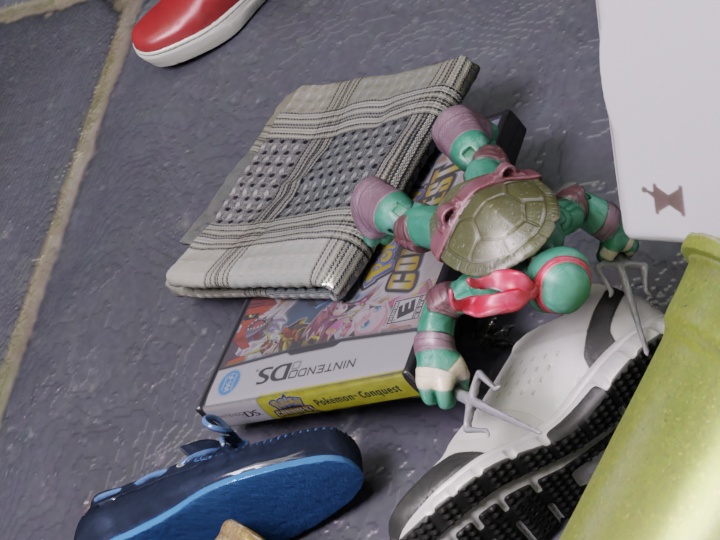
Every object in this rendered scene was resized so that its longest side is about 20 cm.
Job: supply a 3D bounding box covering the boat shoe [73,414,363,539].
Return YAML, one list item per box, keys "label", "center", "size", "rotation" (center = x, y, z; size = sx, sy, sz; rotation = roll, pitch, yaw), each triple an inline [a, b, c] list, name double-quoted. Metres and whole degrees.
- label: "boat shoe"
  center: [-0.092, 0.125, 0.916]
  size: [0.199, 0.084, 0.069]
  rotation: [-19, 45, 17]

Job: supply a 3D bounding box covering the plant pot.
- label: "plant pot"
  center: [0.176, 0.116, 0.687]
  size: [0.185, 0.200, 0.200]
  rotation: [-55, 45, 1]

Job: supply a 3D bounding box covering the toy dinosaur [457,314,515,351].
- label: "toy dinosaur"
  center: [0.041, 0.024, 0.935]
  size: [0.199, 0.047, 0.088]
  rotation: [-36, 38, 10]

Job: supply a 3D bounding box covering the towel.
- label: "towel"
  center: [-0.033, -0.061, 1.007]
  size: [0.199, 0.035, 0.193]
  rotation: [-2, 50, 51]

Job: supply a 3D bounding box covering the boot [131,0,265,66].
- label: "boot"
  center: [-0.120, -0.259, 1.187]
  size: [0.200, 0.144, 0.073]
  rotation: [-38, 46, 4]

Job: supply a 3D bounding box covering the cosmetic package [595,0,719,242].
- label: "cosmetic package"
  center: [0.231, -0.121, 0.743]
  size: [0.164, 0.166, 0.200]
  rotation: [6, 28, 36]

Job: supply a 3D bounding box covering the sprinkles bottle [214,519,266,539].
- label: "sprinkles bottle"
  center: [-0.108, 0.234, 0.849]
  size: [0.068, 0.068, 0.200]
  rotation: [27, 74, 43]

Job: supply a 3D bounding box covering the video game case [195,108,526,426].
- label: "video game case"
  center: [0.000, 0.000, 0.949]
  size: [0.180, 0.025, 0.201]
  rotation: [-14, 43, 43]

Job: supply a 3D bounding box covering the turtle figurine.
- label: "turtle figurine"
  center: [0.076, -0.010, 0.803]
  size: [0.149, 0.101, 0.200]
  rotation: [-26, 38, -13]

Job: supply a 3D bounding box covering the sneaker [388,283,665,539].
- label: "sneaker"
  center: [0.093, 0.086, 0.839]
  size: [0.200, 0.074, 0.080]
  rotation: [-37, 40, -9]
